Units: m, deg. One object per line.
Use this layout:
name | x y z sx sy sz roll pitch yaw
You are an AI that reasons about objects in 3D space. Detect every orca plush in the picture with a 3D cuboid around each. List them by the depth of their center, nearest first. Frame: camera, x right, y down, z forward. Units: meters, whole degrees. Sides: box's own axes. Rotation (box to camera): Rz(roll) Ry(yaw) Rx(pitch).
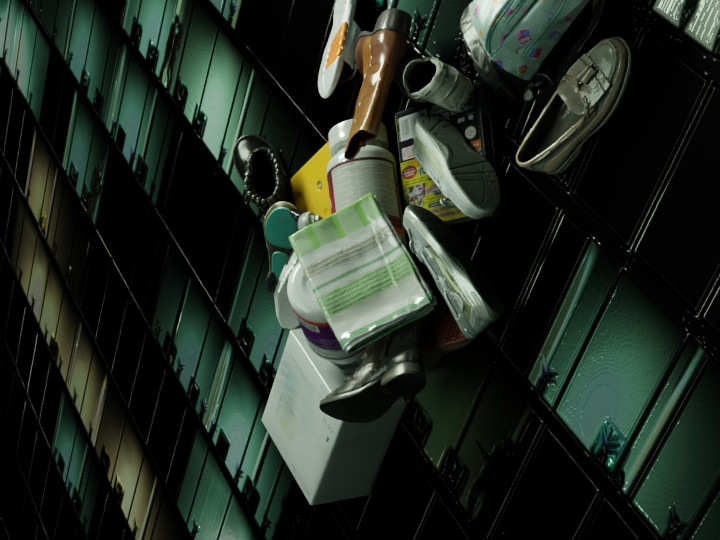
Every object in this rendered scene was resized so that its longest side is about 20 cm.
orca plush | -0.102 -0.008 1.928 0.071 0.104 0.202 -88 -4 -66

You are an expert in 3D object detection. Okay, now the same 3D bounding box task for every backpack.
backpack | 0.208 -0.330 1.430 0.200 0.125 0.168 -52 38 37

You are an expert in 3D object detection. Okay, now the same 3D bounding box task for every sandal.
sandal | -0.014 -0.364 1.851 0.079 0.059 0.209 -18 57 65

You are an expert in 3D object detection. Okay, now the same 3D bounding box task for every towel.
towel | 0.000 0.000 1.663 0.201 0.148 0.031 61 175 24

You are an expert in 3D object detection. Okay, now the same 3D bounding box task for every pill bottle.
pill bottle | -0.038 0.063 1.772 0.201 0.111 0.113 72 173 -60
pill bottle | 0.006 -0.118 1.783 0.109 0.109 0.202 -34 57 53

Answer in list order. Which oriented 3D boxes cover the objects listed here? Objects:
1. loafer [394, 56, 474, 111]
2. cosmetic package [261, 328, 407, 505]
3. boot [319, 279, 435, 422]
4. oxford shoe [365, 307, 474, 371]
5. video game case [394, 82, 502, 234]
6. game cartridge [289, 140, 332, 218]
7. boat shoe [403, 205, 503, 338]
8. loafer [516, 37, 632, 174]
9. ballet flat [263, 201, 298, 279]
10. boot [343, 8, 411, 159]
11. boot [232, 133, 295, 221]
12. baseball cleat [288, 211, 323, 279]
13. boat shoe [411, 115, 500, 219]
loafer | 0.090 -0.270 1.655 0.070 0.069 0.200 -61 26 2
cosmetic package | -0.049 0.229 1.902 0.200 0.122 0.202 52 136 41
boot | 0.029 0.113 1.692 0.199 0.069 0.175 -26 42 30
oxford shoe | 0.101 0.106 1.725 0.199 0.075 0.071 -13 44 45
video game case | 0.122 -0.154 1.685 0.199 0.025 0.183 -11 84 56
game cartridge | -0.043 -0.094 1.918 0.176 0.032 0.202 -37 65 52
boat shoe | 0.116 -0.003 1.624 0.065 0.074 0.203 -45 71 25
loafer | 0.256 -0.194 1.435 0.072 0.062 0.201 61 139 33
ballet flat | -0.123 -0.051 1.981 0.071 0.070 0.201 53 152 40
boot | 0.017 -0.252 1.720 0.188 0.068 0.202 156 130 -67
boot | -0.172 -0.174 2.027 0.212 0.079 0.158 60 180 23
baseball cleat | -0.074 -0.010 1.815 0.105 0.201 0.070 -13 48 17
boat shoe | 0.124 -0.131 1.601 0.203 0.074 0.065 57 142 41
